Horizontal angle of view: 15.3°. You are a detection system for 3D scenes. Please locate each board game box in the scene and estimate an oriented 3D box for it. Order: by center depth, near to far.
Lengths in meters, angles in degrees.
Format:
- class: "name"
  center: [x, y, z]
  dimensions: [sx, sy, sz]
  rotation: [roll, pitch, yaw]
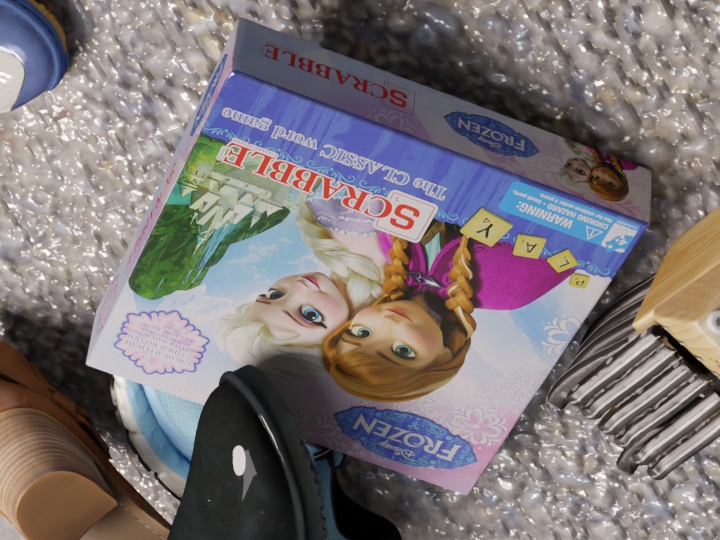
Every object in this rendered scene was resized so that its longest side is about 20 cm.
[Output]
- class: "board game box"
  center: [0.000, 0.000, 1.224]
  dimensions: [0.200, 0.041, 0.200]
  rotation: [19, 132, -11]

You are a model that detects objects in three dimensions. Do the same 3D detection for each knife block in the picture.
- class: "knife block"
  center: [0.173, 0.004, 1.180]
  dimensions: [0.064, 0.176, 0.200]
  rotation: [43, 85, -10]

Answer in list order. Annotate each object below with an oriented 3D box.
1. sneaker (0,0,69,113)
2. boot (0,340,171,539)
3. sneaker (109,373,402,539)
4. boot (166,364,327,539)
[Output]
- class: "sneaker"
  center: [-0.237, -0.092, 1.273]
  dimensions: [0.200, 0.088, 0.075]
  rotation: [1, 122, 23]
- class: "boot"
  center: [-0.142, 0.122, 1.357]
  dimensions: [0.077, 0.155, 0.200]
  rotation: [-43, 128, 0]
- class: "sneaker"
  center: [-0.050, 0.083, 1.339]
  dimensions: [0.090, 0.078, 0.200]
  rotation: [-29, 112, 17]
- class: "boot"
  center: [-0.101, 0.150, 1.244]
  dimensions: [0.073, 0.162, 0.198]
  rotation: [48, 151, 42]
